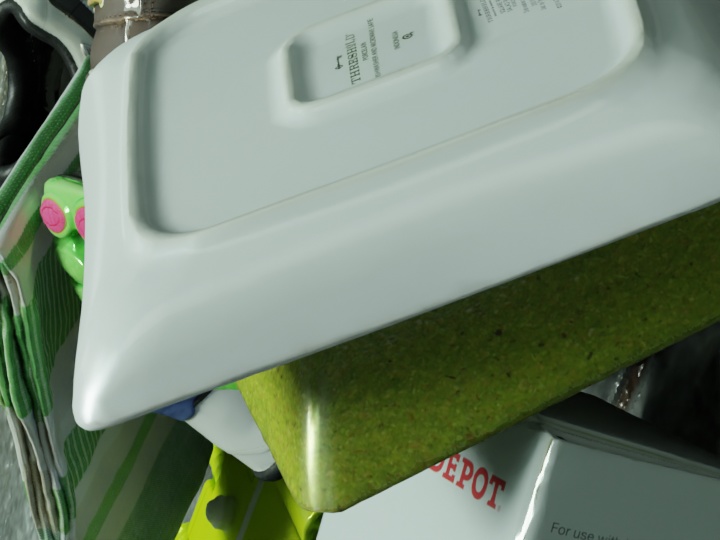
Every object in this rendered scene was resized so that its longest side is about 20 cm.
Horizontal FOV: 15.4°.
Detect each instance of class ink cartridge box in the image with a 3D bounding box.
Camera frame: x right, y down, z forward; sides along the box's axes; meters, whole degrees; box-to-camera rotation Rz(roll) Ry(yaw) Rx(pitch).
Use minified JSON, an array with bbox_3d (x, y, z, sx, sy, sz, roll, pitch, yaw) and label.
[{"bbox_3d":[0.036,0.134,0.778,0.146,0.083,0.200,-154,79,-69],"label":"ink cartridge box"}]

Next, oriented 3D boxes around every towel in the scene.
[{"bbox_3d":[-0.097,0.034,1.017,0.153,0.023,0.200,-67,-28,-51],"label":"towel"}]

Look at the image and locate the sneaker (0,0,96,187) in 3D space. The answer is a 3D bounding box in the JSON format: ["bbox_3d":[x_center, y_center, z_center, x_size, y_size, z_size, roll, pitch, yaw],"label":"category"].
[{"bbox_3d":[-0.120,-0.027,1.118,0.076,0.088,0.200,-3,96,42],"label":"sneaker"}]

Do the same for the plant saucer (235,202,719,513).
[{"bbox_3d":[0.041,-0.036,0.770,0.048,0.199,0.200,66,175,-29],"label":"plant saucer"}]

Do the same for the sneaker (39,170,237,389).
[{"bbox_3d":[-0.017,-0.008,0.897,0.084,0.200,0.077,-52,-40,-46],"label":"sneaker"}]

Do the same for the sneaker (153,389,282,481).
[{"bbox_3d":[0.000,0.001,1.000,0.200,0.115,0.081,-53,19,-15],"label":"sneaker"}]

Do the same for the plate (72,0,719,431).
[{"bbox_3d":[0.008,-0.051,0.737,0.200,0.200,0.032,-98,-13,-61],"label":"plate"}]

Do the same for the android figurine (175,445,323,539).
[{"bbox_3d":[-0.040,0.144,1.077,0.200,0.041,0.182,-116,42,-54],"label":"android figurine"}]

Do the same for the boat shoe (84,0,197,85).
[{"bbox_3d":[-0.056,-0.087,0.949,0.200,0.072,0.060,-57,-32,-75],"label":"boat shoe"}]
